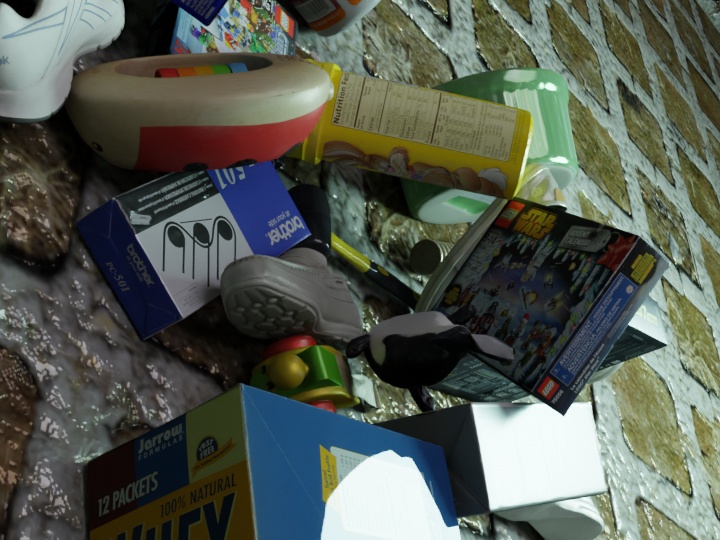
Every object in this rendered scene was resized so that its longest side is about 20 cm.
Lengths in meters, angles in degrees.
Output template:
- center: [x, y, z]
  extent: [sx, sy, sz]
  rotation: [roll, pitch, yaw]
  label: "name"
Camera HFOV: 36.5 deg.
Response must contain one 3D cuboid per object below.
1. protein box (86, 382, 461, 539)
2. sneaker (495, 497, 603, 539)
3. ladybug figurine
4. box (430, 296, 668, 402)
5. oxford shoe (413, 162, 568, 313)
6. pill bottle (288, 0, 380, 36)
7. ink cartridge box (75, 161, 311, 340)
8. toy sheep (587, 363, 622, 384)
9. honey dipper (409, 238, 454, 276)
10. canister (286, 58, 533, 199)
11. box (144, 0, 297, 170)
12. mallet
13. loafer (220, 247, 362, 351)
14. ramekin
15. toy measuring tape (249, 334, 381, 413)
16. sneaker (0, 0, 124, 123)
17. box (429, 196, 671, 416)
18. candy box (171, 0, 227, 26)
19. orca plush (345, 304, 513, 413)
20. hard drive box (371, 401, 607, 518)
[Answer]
- center: [-0.040, 0.201, 0.653]
  extent: [0.199, 0.134, 0.200]
  rotation: [25, 46, -46]
  label: "protein box"
- center: [0.158, 0.192, 1.048]
  extent: [0.200, 0.075, 0.089]
  rotation: [44, 21, -38]
  label: "sneaker"
- center: [-0.114, -0.115, 0.796]
  extent: [0.136, 0.198, 0.073]
  rotation: [-131, -143, -64]
  label: "ladybug figurine"
- center: [0.160, 0.064, 1.011]
  extent: [0.157, 0.199, 0.051]
  rotation: [21, 52, -48]
  label: "box"
- center: [0.122, -0.011, 1.029]
  extent: [0.058, 0.200, 0.075]
  rotation: [42, 3, 17]
  label: "oxford shoe"
- center: [-0.061, -0.345, 1.096]
  extent: [0.200, 0.113, 0.113]
  rotation: [47, 33, -24]
  label: "pill bottle"
- center: [-0.117, -0.031, 0.819]
  extent: [0.094, 0.044, 0.200]
  rotation: [60, 30, -6]
  label: "ink cartridge box"
- center: [0.247, 0.061, 1.221]
  extent: [0.200, 0.137, 0.139]
  rotation: [10, 57, -60]
  label: "toy sheep"
- center: [0.117, -0.007, 1.169]
  extent: [0.199, 0.038, 0.038]
  rotation: [7, 60, -57]
  label: "honey dipper"
- center: [0.043, -0.122, 0.960]
  extent: [0.149, 0.198, 0.087]
  rotation: [-77, 178, -81]
  label: "canister"
- center: [-0.118, -0.191, 0.955]
  extent: [0.136, 0.038, 0.201]
  rotation: [38, 37, -35]
  label: "box"
- center: [0.000, 0.000, 0.986]
  extent: [0.200, 0.041, 0.066]
  rotation: [41, 36, -39]
  label: "mallet"
- center: [-0.052, 0.016, 0.825]
  extent: [0.200, 0.069, 0.070]
  rotation: [40, 38, -69]
  label: "loafer"
- center: [0.128, -0.121, 1.126]
  extent: [0.199, 0.199, 0.099]
  rotation: [7, 67, -55]
  label: "ramekin"
- center: [-0.038, 0.094, 0.842]
  extent: [0.200, 0.073, 0.074]
  rotation: [44, 26, -70]
  label: "toy measuring tape"
- center: [-0.210, -0.183, 0.741]
  extent: [0.201, 0.074, 0.088]
  rotation: [-83, 178, -48]
  label: "sneaker"
- center: [0.139, 0.019, 0.866]
  extent: [0.040, 0.137, 0.200]
  rotation: [37, -3, -23]
  label: "box"
- center: [-0.175, -0.297, 0.841]
  extent: [0.199, 0.077, 0.170]
  rotation: [34, 23, -21]
  label: "candy box"
- center: [0.058, 0.073, 0.825]
  extent: [0.105, 0.200, 0.072]
  rotation: [-19, 94, -27]
  label: "orca plush"
- center: [0.076, 0.153, 0.844]
  extent: [0.199, 0.155, 0.077]
  rotation: [10, 67, -54]
  label: "hard drive box"
